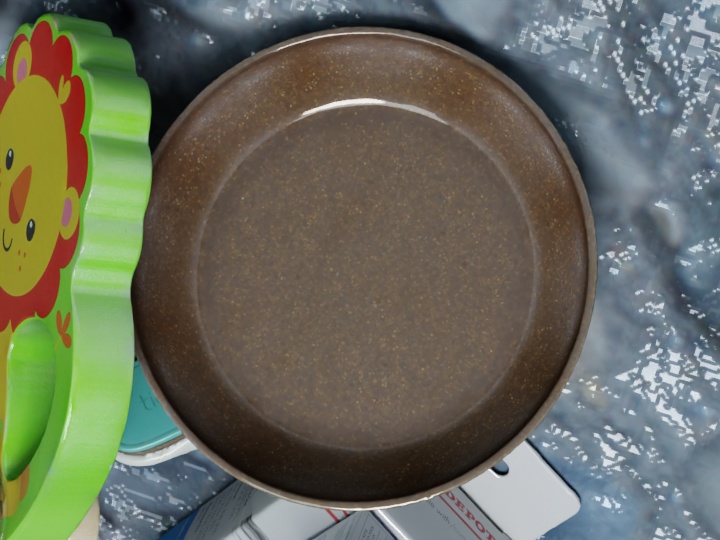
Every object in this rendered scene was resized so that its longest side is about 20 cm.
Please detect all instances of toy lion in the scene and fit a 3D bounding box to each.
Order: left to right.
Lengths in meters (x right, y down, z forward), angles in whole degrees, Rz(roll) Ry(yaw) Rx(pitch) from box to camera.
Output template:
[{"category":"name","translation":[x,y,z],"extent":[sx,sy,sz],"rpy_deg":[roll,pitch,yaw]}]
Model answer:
[{"category":"toy lion","translation":[-0.134,0.001,0.814],"extent":[0.068,0.201,0.192],"rpy_deg":[7,137,-32]}]

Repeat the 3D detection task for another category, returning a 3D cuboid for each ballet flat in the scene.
[{"category":"ballet flat","translation":[-0.025,0.034,0.855],"extent":[0.199,0.070,0.070],"rpy_deg":[-22,110,4]}]

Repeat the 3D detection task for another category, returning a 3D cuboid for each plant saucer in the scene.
[{"category":"plant saucer","translation":[0.000,0.000,0.806],"extent":[0.198,0.037,0.202],"rpy_deg":[-1,80,7]}]

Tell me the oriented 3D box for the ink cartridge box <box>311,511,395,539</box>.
[{"category":"ink cartridge box","translation":[-0.005,0.193,0.780],"extent":[0.044,0.200,0.094],"rpy_deg":[-34,104,27]}]

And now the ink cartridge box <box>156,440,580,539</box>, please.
[{"category":"ink cartridge box","translation":[-0.006,0.139,0.908],"extent":[0.200,0.067,0.116],"rpy_deg":[-38,102,29]}]
